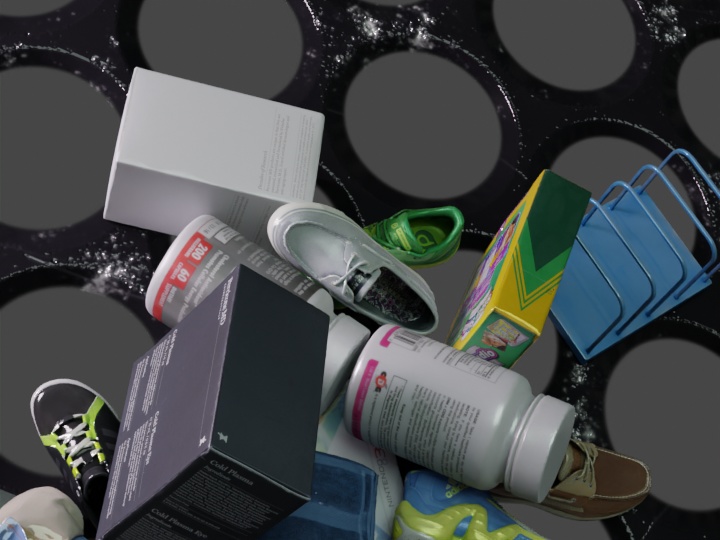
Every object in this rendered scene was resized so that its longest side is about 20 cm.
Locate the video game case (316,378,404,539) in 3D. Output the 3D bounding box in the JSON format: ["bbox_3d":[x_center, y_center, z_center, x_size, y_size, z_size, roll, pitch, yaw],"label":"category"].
[{"bbox_3d":[-0.057,0.201,1.377,0.197,0.022,0.185,-7,66,-20],"label":"video game case"}]

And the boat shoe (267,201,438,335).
[{"bbox_3d":[0.000,0.001,1.398,0.200,0.072,0.070,31,100,-25],"label":"boat shoe"}]

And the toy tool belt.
[{"bbox_3d":[-0.260,0.280,1.206,0.199,0.126,0.123,37,20,13],"label":"toy tool belt"}]

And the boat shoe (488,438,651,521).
[{"bbox_3d":[0.203,0.202,1.427,0.197,0.072,0.077,5,63,-15],"label":"boat shoe"}]

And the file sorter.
[{"bbox_3d":[0.291,-0.023,1.541,0.198,0.123,0.140,-27,73,-26],"label":"file sorter"}]

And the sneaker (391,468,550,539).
[{"bbox_3d":[0.124,0.238,1.380,0.198,0.076,0.106,18,51,-22],"label":"sneaker"}]

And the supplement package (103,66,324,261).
[{"bbox_3d":[-0.149,-0.105,1.451,0.197,0.117,0.119,13,61,-11],"label":"supplement package"}]

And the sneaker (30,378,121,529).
[{"bbox_3d":[-0.232,0.176,1.291,0.071,0.083,0.201,-35,77,-10],"label":"sneaker"}]

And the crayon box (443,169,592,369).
[{"bbox_3d":[0.145,0.025,1.426,0.058,0.200,0.174,25,59,-3],"label":"crayon box"}]

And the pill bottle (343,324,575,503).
[{"bbox_3d":[0.093,0.136,1.346,0.198,0.114,0.114,21,57,19],"label":"pill bottle"}]

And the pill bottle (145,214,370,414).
[{"bbox_3d":[-0.097,0.045,1.381,0.199,0.114,0.114,32,59,8],"label":"pill bottle"}]

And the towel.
[{"bbox_3d":[-0.041,0.239,1.279,0.110,0.049,0.201,17,35,-8],"label":"towel"}]

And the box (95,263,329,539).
[{"bbox_3d":[-0.125,0.135,1.236,0.103,0.182,0.202,29,42,-24],"label":"box"}]

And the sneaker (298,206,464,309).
[{"bbox_3d":[0.022,-0.025,1.481,0.198,0.084,0.075,-24,73,-25],"label":"sneaker"}]
